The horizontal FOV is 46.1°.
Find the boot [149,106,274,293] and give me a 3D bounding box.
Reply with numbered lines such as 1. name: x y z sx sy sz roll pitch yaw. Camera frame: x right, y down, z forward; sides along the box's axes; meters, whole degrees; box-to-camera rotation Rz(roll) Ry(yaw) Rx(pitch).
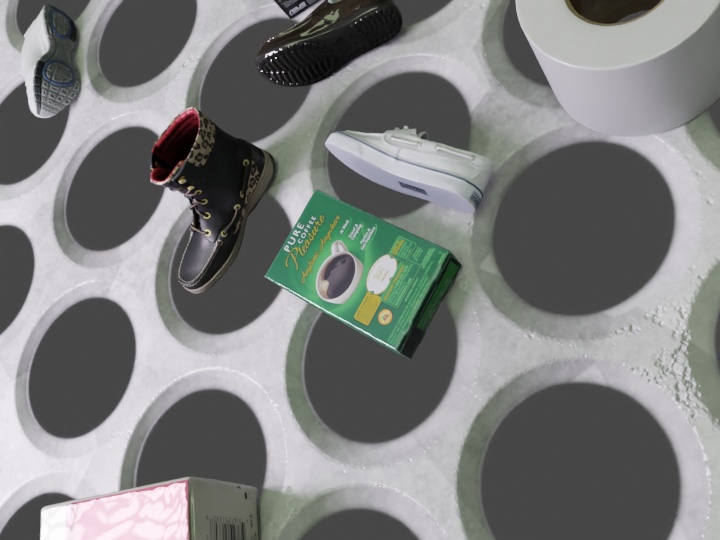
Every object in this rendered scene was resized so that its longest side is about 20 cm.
1. boot: -0.194 -0.083 1.008 0.073 0.151 0.201 27 85 32

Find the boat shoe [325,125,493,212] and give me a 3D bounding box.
1. boat shoe: 0.055 -0.126 0.948 0.199 0.074 0.066 24 79 22

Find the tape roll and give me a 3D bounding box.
1. tape roll: 0.268 -0.252 0.835 0.202 0.139 0.204 -10 67 25

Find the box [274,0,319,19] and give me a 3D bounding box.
1. box: -0.059 -0.440 1.062 0.199 0.164 0.086 -29 61 16

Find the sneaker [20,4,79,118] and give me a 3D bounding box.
1. sneaker: -0.485 -0.311 1.306 0.087 0.074 0.201 -27 54 30

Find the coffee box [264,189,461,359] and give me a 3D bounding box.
1. coffee box: 0.000 0.000 0.939 0.199 0.044 0.123 25 84 32

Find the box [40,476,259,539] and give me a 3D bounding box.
1. box: -0.221 0.293 0.897 0.199 0.128 0.110 -17 66 23

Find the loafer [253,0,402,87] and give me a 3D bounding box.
1. loafer: -0.042 -0.295 1.062 0.199 0.073 0.072 -18 54 15
